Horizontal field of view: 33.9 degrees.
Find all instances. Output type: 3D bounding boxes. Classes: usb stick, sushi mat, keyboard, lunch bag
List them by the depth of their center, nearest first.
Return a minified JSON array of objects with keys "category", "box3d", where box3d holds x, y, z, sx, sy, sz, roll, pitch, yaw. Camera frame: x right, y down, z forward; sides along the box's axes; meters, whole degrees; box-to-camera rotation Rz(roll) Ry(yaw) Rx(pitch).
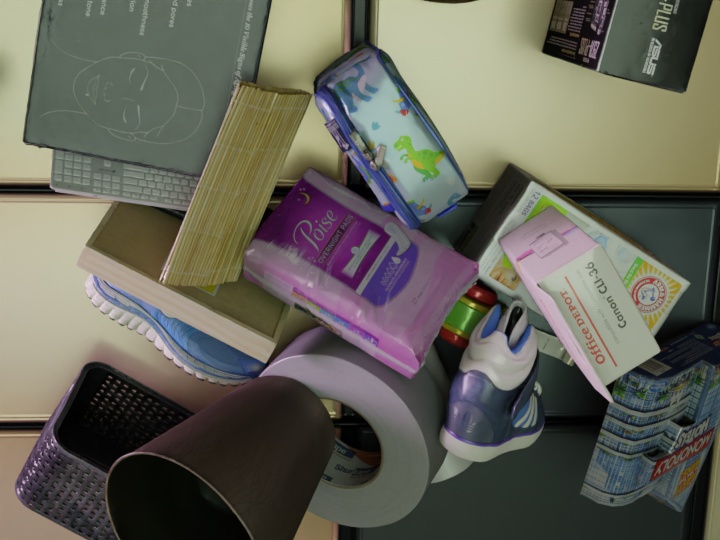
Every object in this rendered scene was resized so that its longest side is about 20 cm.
[{"category":"sushi mat","box3d":[-0.112,-0.074,1.067,0.012,0.096,0.201,35,110,30]},{"category":"lunch bag","box3d":[0.026,-0.124,1.093,0.082,0.200,0.161,-35,106,5]},{"category":"keyboard","box3d":[-0.196,-0.086,1.136,0.199,0.011,0.057,8,60,-20]},{"category":"usb stick","box3d":[-0.141,-0.058,1.173,0.199,0.056,0.033,24,138,-11]}]

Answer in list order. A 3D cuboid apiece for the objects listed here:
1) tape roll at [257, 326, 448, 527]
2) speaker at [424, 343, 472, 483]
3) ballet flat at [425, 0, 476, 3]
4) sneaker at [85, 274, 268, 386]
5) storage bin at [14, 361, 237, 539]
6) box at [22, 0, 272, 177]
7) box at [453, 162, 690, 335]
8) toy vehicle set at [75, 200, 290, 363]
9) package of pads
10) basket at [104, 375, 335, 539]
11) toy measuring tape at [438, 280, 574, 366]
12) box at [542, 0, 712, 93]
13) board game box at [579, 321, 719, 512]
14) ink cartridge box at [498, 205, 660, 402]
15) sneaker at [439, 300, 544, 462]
[{"category":"tape roll","box3d":[-0.013,0.156,1.184,0.199,0.066,0.201,12,121,21]},{"category":"speaker","box3d":[0.051,0.118,1.221,0.081,0.081,0.201,-24,105,1]},{"category":"ballet flat","box3d":[0.046,-0.297,1.117,0.199,0.072,0.068,16,103,-9]},{"category":"sneaker","box3d":[-0.172,0.041,1.181,0.200,0.079,0.089,35,101,-13]},{"category":"storage bin","box3d":[-0.221,0.201,1.175,0.200,0.135,0.094,32,120,-13]},{"category":"box","box3d":[-0.191,-0.202,1.092,0.196,0.124,0.201,11,104,-7]},{"category":"box","box3d":[0.211,-0.005,1.193,0.200,0.101,0.113,32,100,-12]},{"category":"toy vehicle set","box3d":[-0.160,-0.001,1.140,0.199,0.124,0.027,28,123,-7]},{"category":"package of pads","box3d":[0.000,0.000,1.119,0.200,0.076,0.121,31,66,8]},{"category":"basket","box3d":[-0.111,0.193,1.085,0.136,0.200,0.181,-33,96,32]},{"category":"toy measuring tape","box3d":[0.144,0.060,1.220,0.199,0.074,0.074,24,101,-11]},{"category":"box","box3d":[0.249,-0.260,1.080,0.086,0.200,0.164,12,103,-8]},{"category":"board game box","box3d":[0.314,0.173,1.226,0.200,0.062,0.201,-17,125,-47]},{"category":"ink cartridge box","box3d":[0.195,0.025,1.042,0.067,0.200,0.117,-32,106,4]},{"category":"sneaker","box3d":[0.152,0.098,1.168,0.080,0.200,0.147,26,108,23]}]
